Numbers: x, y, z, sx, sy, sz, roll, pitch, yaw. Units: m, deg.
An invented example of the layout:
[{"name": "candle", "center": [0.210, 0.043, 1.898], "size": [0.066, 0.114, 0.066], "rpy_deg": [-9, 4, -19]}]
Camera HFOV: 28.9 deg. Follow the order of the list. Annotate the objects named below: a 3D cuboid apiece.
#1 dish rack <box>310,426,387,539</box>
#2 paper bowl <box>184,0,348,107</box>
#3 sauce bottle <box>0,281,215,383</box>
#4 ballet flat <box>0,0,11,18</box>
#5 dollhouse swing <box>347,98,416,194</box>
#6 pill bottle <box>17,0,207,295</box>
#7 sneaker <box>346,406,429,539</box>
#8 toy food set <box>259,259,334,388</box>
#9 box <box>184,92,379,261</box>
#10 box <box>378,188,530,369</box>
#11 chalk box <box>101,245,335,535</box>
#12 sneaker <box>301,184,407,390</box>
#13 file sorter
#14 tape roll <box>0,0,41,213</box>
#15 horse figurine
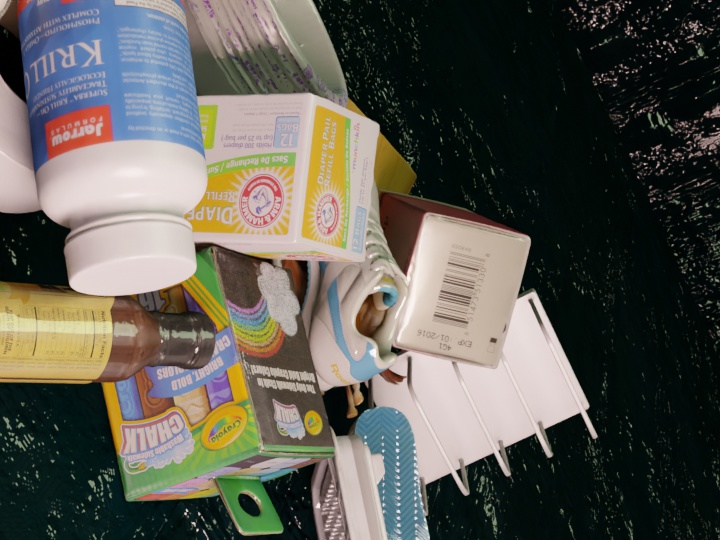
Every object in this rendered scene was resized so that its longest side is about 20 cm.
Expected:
[{"name": "dish rack", "center": [-0.002, 0.228, 1.142], "size": [0.200, 0.043, 0.173], "rpy_deg": [107, -27, -64]}, {"name": "paper bowl", "center": [-0.099, -0.205, 1.189], "size": [0.201, 0.104, 0.201], "rpy_deg": [59, 12, -21]}, {"name": "sauce bottle", "center": [-0.187, 0.043, 0.919], "size": [0.199, 0.065, 0.065], "rpy_deg": [7, 62, -43]}, {"name": "ballet flat", "center": [-0.239, -0.211, 0.897], "size": [0.072, 0.072, 0.201], "rpy_deg": [50, 40, -37]}, {"name": "dollhouse swing", "center": [-0.067, -0.120, 1.431], "size": [0.183, 0.175, 0.200], "rpy_deg": [-63, 151, -7]}, {"name": "pill bottle", "center": [-0.158, -0.092, 0.907], "size": [0.112, 0.111, 0.202], "rpy_deg": [20, 57, -61]}, {"name": "sneaker", "center": [0.020, 0.230, 1.280], "size": [0.081, 0.076, 0.202], "rpy_deg": [126, -34, -73]}, {"name": "toy food set", "center": [-0.086, 0.033, 1.254], "size": [0.198, 0.048, 0.202], "rpy_deg": [-6, 75, -67]}, {"name": "box", "center": [-0.097, -0.069, 1.063], "size": [0.101, 0.199, 0.114], "rpy_deg": [14, 79, -59]}, {"name": "box", "center": [0.069, 0.003, 1.338], "size": [0.200, 0.108, 0.129], "rpy_deg": [-146, -111, -74]}, {"name": "chalk box", "center": [-0.107, 0.103, 1.050], "size": [0.125, 0.123, 0.202], "rpy_deg": [18, 55, -63]}, {"name": "sneaker", "center": [0.000, 0.000, 1.167], "size": [0.076, 0.080, 0.202], "rpy_deg": [31, 54, -47]}, {"name": "file sorter", "center": [0.117, 0.136, 1.393], "size": [0.140, 0.199, 0.125], "rpy_deg": [63, 7, -12]}, {"name": "tape roll", "center": [-0.241, -0.146, 0.979], "size": [0.202, 0.070, 0.204], "rpy_deg": [26, 55, -44]}, {"name": "horse figurine", "center": [-0.032, 0.054, 1.232], "size": [0.200, 0.050, 0.134], "rpy_deg": [25, 53, -55]}]
